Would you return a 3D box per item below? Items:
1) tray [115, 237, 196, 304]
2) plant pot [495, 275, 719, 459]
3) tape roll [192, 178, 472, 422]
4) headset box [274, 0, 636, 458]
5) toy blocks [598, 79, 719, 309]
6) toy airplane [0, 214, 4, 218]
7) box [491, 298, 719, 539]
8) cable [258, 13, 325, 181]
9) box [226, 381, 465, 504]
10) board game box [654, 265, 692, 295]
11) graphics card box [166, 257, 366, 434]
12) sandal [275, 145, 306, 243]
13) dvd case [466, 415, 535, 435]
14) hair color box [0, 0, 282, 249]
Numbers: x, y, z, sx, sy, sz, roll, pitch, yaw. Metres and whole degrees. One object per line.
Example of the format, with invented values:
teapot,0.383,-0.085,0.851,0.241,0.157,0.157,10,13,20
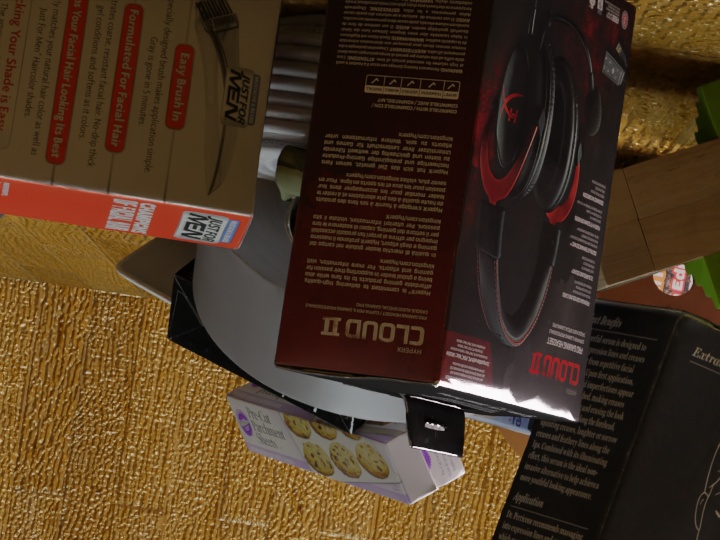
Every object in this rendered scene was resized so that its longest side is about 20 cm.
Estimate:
tray,-0.040,-0.013,1.723,0.107,0.022,0.200,29,-139,24
plant pot,0.174,0.026,1.771,0.200,0.200,0.140,8,159,-3
tape roll,0.013,-0.009,1.576,0.200,0.066,0.200,6,-143,-4
headset box,0.040,-0.026,1.202,0.075,0.200,0.149,6,174,27
toy blocks,0.152,-0.029,1.439,0.200,0.100,0.137,-18,178,-18
toy airplane,-0.215,-0.067,1.485,0.199,0.141,0.200,-17,148,37
box,0.155,0.132,1.452,0.148,0.200,0.107,23,175,-23
cable,0.008,-0.074,1.468,0.200,0.069,0.200,4,174,37
box,-0.011,0.089,1.651,0.039,0.041,0.200,-27,-162,-23
board game box,0.197,0.014,2.024,0.200,0.097,0.159,10,175,-23
graphics card box,0.000,0.000,1.657,0.125,0.051,0.200,26,-141,20
sandal,-0.003,-0.018,1.386,0.080,0.057,0.201,7,176,13
dvd case,0.046,0.071,1.699,0.200,0.018,0.143,14,176,30
hair color box,-0.142,-0.082,1.335,0.200,0.111,0.064,9,164,-7
